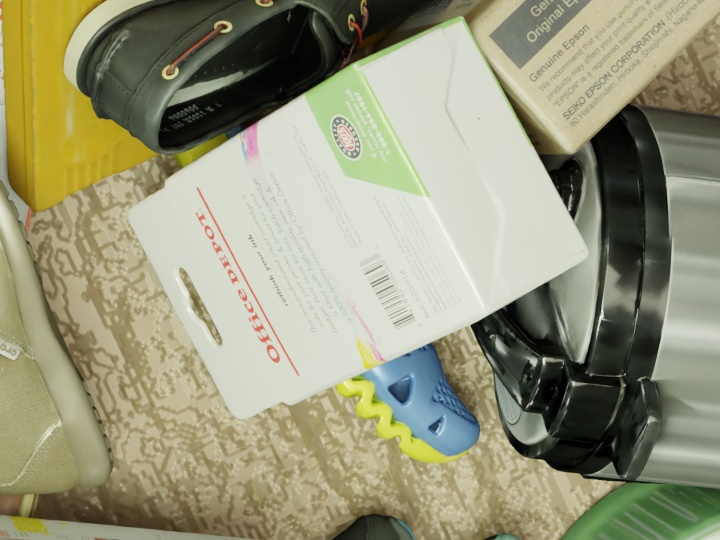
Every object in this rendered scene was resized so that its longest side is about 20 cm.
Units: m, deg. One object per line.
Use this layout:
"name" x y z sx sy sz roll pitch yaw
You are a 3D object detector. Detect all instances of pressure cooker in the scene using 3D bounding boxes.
"pressure cooker" 0.140 0.010 1.345 0.200 0.176 0.179 7 88 -15

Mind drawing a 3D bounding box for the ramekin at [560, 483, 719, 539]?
"ramekin" 0.182 0.194 1.401 0.200 0.098 0.200 -1 93 -11

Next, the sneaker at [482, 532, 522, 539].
"sneaker" 0.053 0.233 1.378 0.140 0.078 0.200 37 95 5

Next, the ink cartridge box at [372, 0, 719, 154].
"ink cartridge box" 0.103 -0.131 1.316 0.165 0.200 0.075 -45 99 -7

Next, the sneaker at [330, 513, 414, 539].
"sneaker" -0.061 0.175 1.365 0.200 0.073 0.082 -42 101 -6

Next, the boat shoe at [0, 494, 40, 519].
"boat shoe" -0.207 0.160 1.336 0.068 0.072 0.200 28 90 -13

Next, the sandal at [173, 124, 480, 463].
"sandal" 0.000 0.000 1.363 0.087 0.079 0.200 -35 101 -1

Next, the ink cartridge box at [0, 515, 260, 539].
"ink cartridge box" -0.138 0.187 1.275 0.200 0.083 0.145 6 101 -12

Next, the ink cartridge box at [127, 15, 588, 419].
"ink cartridge box" -0.007 -0.017 1.263 0.067 0.200 0.117 -29 92 -37

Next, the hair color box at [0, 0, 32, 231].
"hair color box" -0.184 -0.107 1.332 0.101 0.061 0.200 13 92 -12

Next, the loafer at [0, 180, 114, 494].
"loafer" -0.170 0.015 1.276 0.067 0.076 0.200 -26 104 -11

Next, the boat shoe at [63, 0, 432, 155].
"boat shoe" -0.030 -0.103 1.275 0.201 0.074 0.063 -24 56 -35

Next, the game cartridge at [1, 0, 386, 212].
"game cartridge" -0.067 -0.130 1.283 0.200 0.176 0.032 -31 57 -28
